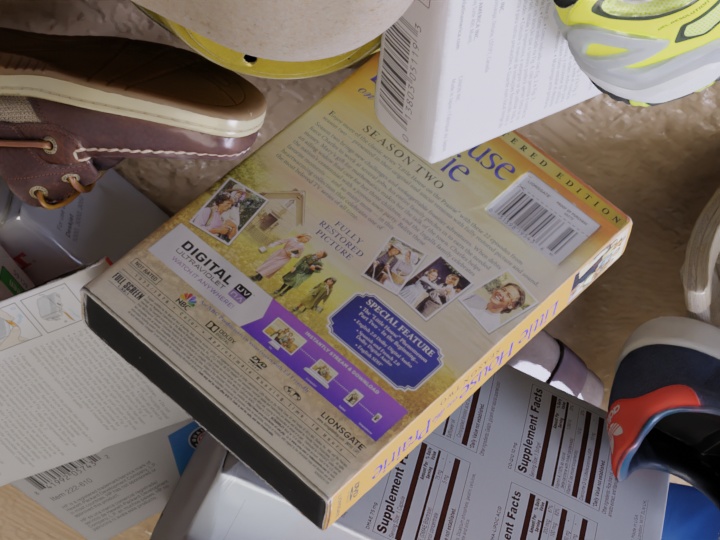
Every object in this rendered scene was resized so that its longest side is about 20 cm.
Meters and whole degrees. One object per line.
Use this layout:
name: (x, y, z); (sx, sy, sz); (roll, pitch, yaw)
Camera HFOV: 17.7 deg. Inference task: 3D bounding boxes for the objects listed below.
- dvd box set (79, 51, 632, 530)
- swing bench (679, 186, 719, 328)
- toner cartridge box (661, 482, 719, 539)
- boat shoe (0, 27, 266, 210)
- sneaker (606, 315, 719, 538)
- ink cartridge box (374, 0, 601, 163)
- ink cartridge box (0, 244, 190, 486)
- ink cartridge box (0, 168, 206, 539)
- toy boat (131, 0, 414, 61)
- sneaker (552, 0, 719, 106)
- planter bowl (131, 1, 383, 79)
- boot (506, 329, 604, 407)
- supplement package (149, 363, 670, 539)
dvd box set: (0.000, 0.000, 0.996); (0.146, 0.200, 0.029); (38, 150, 19)
swing bench: (0.263, 0.043, 1.107); (0.199, 0.130, 0.200); (8, 139, 19)
toner cartridge box: (0.155, 0.192, 1.069); (0.094, 0.201, 0.043); (8, 137, 18)
boat shoe: (-0.134, -0.063, 1.025); (0.199, 0.072, 0.072); (8, 112, 19)
sneaker: (0.203, 0.090, 1.020); (0.199, 0.085, 0.075); (14, 139, 11)
ink cartridge box: (0.102, -0.145, 0.953); (0.199, 0.050, 0.162); (-25, 143, -27)
ink cartridge box: (-0.172, 0.044, 1.068); (0.199, 0.051, 0.109); (-20, 130, 20)
ink cartridge box: (-0.147, 0.031, 1.148); (0.144, 0.085, 0.200); (-29, 129, 27)
toy boat: (-0.050, -0.171, 0.862); (0.199, 0.131, 0.131); (27, 151, 10)
sneaker: (0.164, -0.131, 0.884); (0.199, 0.076, 0.076); (-29, 145, 17)
planter bowl: (-0.032, -0.142, 0.968); (0.199, 0.084, 0.201); (1, 135, 1)
boot: (0.058, 0.033, 1.136); (0.146, 0.070, 0.200); (25, 117, -20)
supplement package: (0.008, 0.144, 1.069); (0.199, 0.147, 0.192); (25, 129, -5)
